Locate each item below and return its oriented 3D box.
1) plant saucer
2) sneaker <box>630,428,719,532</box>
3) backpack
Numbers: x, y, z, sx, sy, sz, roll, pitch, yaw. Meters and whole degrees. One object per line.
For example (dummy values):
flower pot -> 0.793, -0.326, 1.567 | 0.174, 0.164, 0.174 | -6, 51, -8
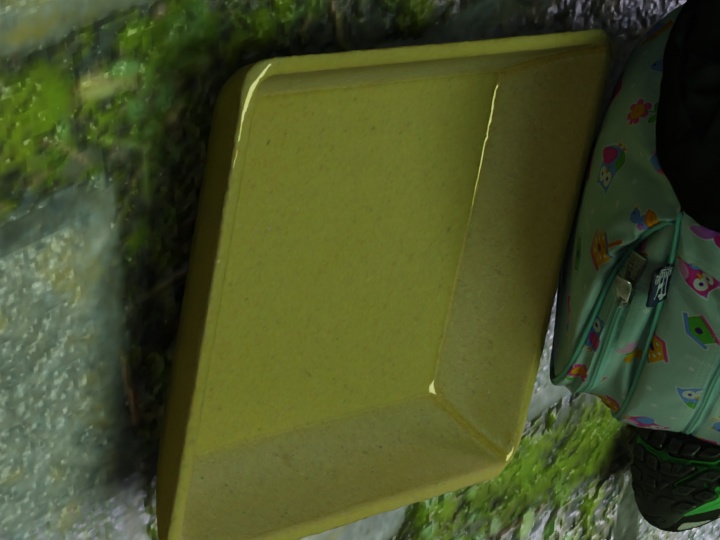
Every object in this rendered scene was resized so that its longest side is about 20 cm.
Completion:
plant saucer -> 0.000, 0.000, 0.793 | 0.199, 0.048, 0.202 | -11, 121, -44
sneaker -> 0.215, 0.083, 1.056 | 0.199, 0.078, 0.086 | -30, 133, -34
backpack -> 0.151, -0.019, 0.843 | 0.201, 0.125, 0.168 | 102, 10, -49
